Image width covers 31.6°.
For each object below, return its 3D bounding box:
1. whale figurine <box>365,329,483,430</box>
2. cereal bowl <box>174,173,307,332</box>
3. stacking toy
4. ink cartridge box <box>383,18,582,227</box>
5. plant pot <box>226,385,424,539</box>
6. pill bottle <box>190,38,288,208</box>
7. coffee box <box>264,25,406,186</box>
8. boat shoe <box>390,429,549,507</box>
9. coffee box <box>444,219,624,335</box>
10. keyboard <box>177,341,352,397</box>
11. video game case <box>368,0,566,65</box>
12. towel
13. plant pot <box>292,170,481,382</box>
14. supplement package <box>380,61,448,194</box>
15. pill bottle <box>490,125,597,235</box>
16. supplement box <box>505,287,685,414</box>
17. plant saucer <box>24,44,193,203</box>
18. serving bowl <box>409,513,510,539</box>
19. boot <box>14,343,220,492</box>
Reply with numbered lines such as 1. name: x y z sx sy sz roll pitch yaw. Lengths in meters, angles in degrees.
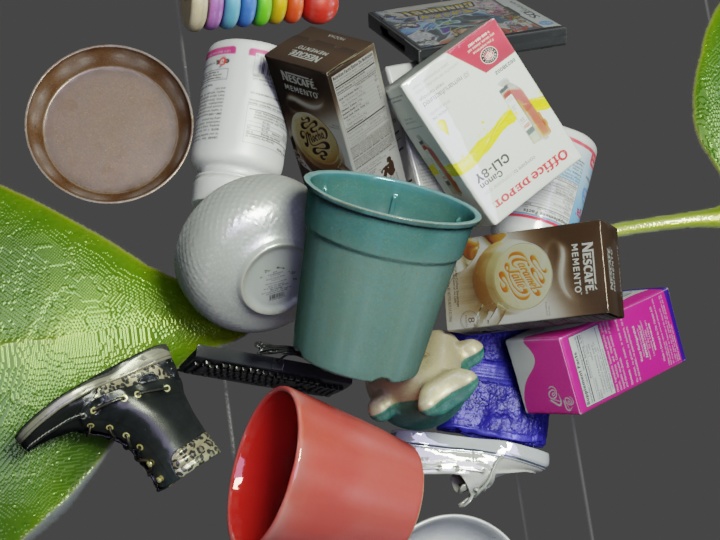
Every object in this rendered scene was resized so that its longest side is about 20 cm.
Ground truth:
1. whale figurine: 0.086 0.144 1.504 0.159 0.200 0.104 -31 103 -10
2. cereal bowl: -0.111 -0.009 1.490 0.200 0.083 0.200 -14 123 -23
3. stacking toy: -0.123 -0.344 1.608 0.200 0.085 0.085 -3 81 -20
4. ink cartridge box: 0.144 -0.171 1.497 0.145 0.083 0.200 -37 101 -13
5. plant pot: -0.036 0.249 1.470 0.177 0.200 0.201 18 76 -21
6. pill bottle: -0.145 -0.170 1.549 0.113 0.113 0.200 11 77 -13
7. coffee box: -0.027 -0.178 1.514 0.080 0.113 0.200 -38 131 -28
8. boat shoe: 0.132 0.250 1.566 0.202 0.075 0.086 9 78 -10
9. coffee box: 0.205 0.010 1.519 0.200 0.080 0.114 -8 79 24
10. keyboard: -0.101 0.115 1.486 0.200 0.127 0.021 11 60 -24
11. video game case: 0.133 -0.310 1.623 0.200 0.181 0.026 -11 119 -16
12. towel: 0.180 0.118 1.615 0.148 0.050 0.200 10 78 -13
13. plant pot: 0.014 0.009 1.420 0.200 0.200 0.196 10 105 -13
14. supplement package: 0.094 -0.156 1.605 0.121 0.120 0.200 -12 84 -17
15. pill bottle: 0.230 -0.080 1.633 0.109 0.109 0.200 19 76 -11
16. supplement box: 0.295 0.099 1.587 0.200 0.101 0.103 -19 97 -33
17. plant saucer: -0.303 -0.174 1.541 0.200 0.034 0.200 2 77 -7
18. serving bowl: 0.104 0.396 1.536 0.200 0.066 0.200 3 80 -14
19. boot: -0.275 0.194 1.466 0.203 0.073 0.154 -30 87 -25
